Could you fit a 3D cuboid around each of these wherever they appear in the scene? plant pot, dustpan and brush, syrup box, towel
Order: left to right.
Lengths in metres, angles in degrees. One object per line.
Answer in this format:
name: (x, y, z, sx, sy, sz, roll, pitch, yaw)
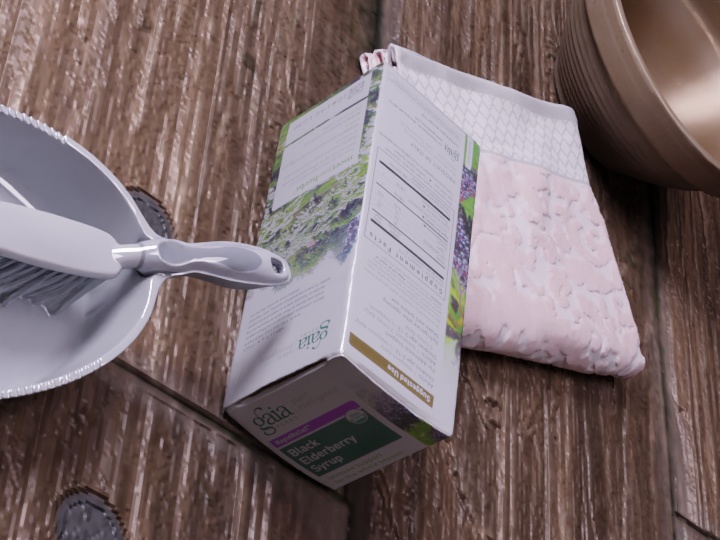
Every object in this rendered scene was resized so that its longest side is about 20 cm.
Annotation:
dustpan and brush: (-0.115, -0.006, 0.724, 0.200, 0.057, 0.140, 13, 56, -47)
syrup box: (0.000, 0.000, 0.852, 0.081, 0.079, 0.201, 38, 41, -30)
towel: (0.091, -0.033, 1.034, 0.200, 0.032, 0.192, 13, 57, -46)
plant pot: (0.200, -0.131, 1.189, 0.201, 0.093, 0.202, 32, 43, -35)
